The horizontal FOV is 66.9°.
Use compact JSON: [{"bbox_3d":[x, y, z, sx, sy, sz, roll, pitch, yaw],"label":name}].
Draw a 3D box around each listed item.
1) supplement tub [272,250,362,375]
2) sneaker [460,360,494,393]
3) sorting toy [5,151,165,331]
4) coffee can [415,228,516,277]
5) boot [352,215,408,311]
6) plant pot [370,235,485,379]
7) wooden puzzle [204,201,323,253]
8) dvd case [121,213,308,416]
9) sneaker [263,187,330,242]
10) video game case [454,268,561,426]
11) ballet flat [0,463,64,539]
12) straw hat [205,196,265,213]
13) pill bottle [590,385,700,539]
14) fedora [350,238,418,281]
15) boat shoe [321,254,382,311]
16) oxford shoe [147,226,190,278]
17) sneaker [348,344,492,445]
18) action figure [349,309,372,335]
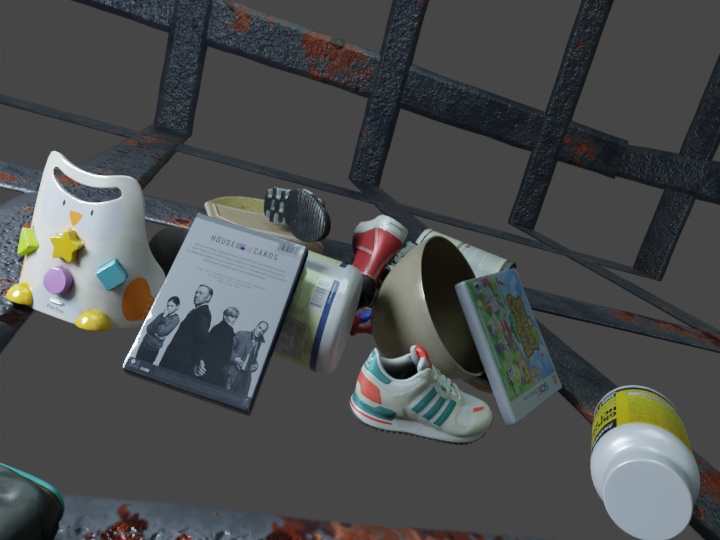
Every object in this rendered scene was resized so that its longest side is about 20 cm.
[{"bbox_3d":[-0.106,0.038,0.725,0.194,0.150,0.145,18,15,6],"label":"supplement tub"},{"bbox_3d":[0.217,0.130,0.878,0.074,0.090,0.198,26,19,26],"label":"sneaker"},{"bbox_3d":[-0.340,-0.041,0.671,0.193,0.186,0.107,17,15,5],"label":"sorting toy"},{"bbox_3d":[0.205,0.017,1.133,0.195,0.151,0.145,24,17,25],"label":"coffee can"},{"bbox_3d":[0.000,0.000,0.875,0.071,0.148,0.200,29,-10,-7],"label":"boot"},{"bbox_3d":[0.091,0.070,0.808,0.132,0.207,0.198,-23,-8,32],"label":"plant pot"},{"bbox_3d":[-0.171,-0.068,0.931,0.179,0.039,0.200,11,12,-24],"label":"wooden puzzle"},{"bbox_3d":[-0.158,0.042,0.623,0.145,0.205,0.025,17,-27,3],"label":"dvd case"},{"bbox_3d":[-0.081,-0.094,0.883,0.086,0.077,0.199,5,15,-33],"label":"sneaker"},{"bbox_3d":[0.226,0.104,0.818,0.022,0.206,0.179,-27,-12,39],"label":"video game case"},{"bbox_3d":[-0.289,0.136,0.348,0.194,0.070,0.069,19,24,8],"label":"ballet flat"},{"bbox_3d":[-0.229,-0.083,1.123,0.193,0.088,0.202,11,19,-4],"label":"straw hat"},{"bbox_3d":[0.329,0.220,0.641,0.110,0.116,0.199,22,16,20],"label":"pill bottle"},{"bbox_3d":[0.081,-0.003,1.049,0.196,0.094,0.201,27,-12,6],"label":"fedora"},{"bbox_3d":[-0.042,0.007,0.992,0.196,0.077,0.075,19,-25,6],"label":"boat shoe"},{"bbox_3d":[-0.257,-0.015,0.764,0.196,0.074,0.070,-10,-12,43],"label":"oxford shoe"},{"bbox_3d":[0.085,0.146,0.664,0.193,0.097,0.071,12,16,-17],"label":"sneaker"},{"bbox_3d":[0.050,0.080,0.946,0.196,0.053,0.065,5,18,-45],"label":"action figure"}]
